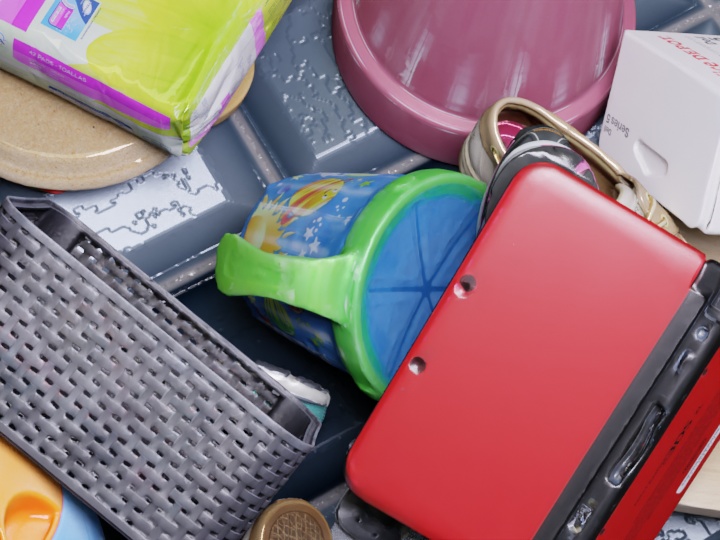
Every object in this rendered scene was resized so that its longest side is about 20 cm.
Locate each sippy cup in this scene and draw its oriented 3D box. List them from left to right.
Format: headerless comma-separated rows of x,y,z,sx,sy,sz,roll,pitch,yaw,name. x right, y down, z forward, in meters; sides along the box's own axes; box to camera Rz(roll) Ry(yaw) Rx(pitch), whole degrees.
0.000,0.000,0.980,0.130,0.178,0.140,15,64,43,sippy cup

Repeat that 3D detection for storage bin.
-0.127,0.059,0.882,0.200,0.135,0.094,40,92,0,storage bin

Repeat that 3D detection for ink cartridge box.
0.268,-0.083,1.017,0.199,0.085,0.146,1,23,-20,ink cartridge box

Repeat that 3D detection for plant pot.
0.087,-0.188,1.049,0.199,0.179,0.201,2,69,-6,plant pot

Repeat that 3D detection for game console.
0.116,0.064,0.891,0.119,0.172,0.201,37,103,28,game console

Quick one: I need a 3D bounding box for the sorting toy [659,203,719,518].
0.204,0.056,1.022,0.199,0.070,0.200,9,68,-3,sorting toy

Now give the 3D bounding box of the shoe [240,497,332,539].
-0.043,0.226,0.899,0.070,0.053,0.201,13,68,-36,shoe

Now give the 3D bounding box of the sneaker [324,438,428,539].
0.031,0.182,0.931,0.113,0.076,0.201,11,50,-12,sneaker

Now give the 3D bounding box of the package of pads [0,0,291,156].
-0.121,-0.184,1.032,0.154,0.068,0.201,26,68,6,package of pads

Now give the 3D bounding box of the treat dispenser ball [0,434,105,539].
-0.230,0.165,0.864,0.199,0.201,0.202,2,68,-5,treat dispenser ball

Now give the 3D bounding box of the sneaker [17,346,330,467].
-0.117,0.086,0.986,0.198,0.078,0.080,-1,83,1,sneaker

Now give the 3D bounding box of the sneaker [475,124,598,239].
0.094,0.012,0.931,0.080,0.201,0.086,13,27,-1,sneaker

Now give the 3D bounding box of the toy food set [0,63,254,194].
-0.184,-0.141,1.072,0.198,0.049,0.200,44,71,12,toy food set

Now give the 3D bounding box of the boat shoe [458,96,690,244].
0.140,-0.024,0.971,0.200,0.069,0.074,40,70,10,boat shoe
